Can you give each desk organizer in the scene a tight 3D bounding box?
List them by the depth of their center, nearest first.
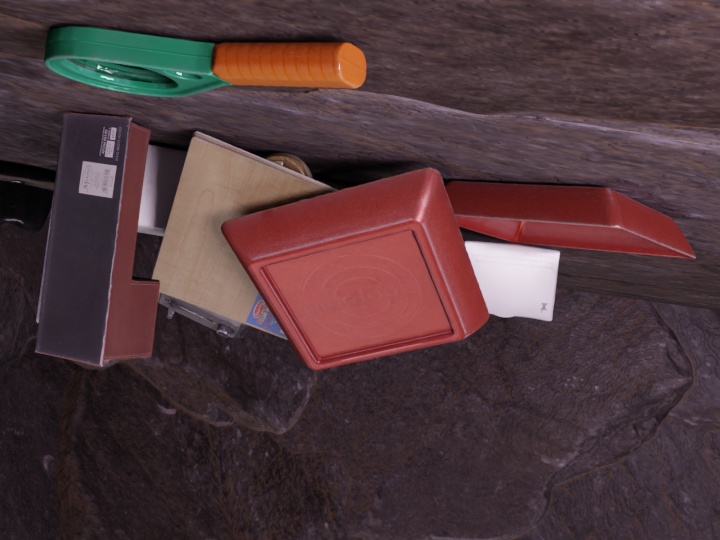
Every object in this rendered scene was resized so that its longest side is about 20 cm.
[{"bbox_3d":[-0.217,-0.026,0.765,0.070,0.204,0.077,7,-179,21],"label":"desk organizer"}]

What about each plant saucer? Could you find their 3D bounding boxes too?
[{"bbox_3d":[0.001,0.016,0.793,0.196,0.037,0.201,-13,135,14],"label":"plant saucer"},{"bbox_3d":[0.183,-0.048,0.810,0.197,0.037,0.198,8,179,39],"label":"plant saucer"}]

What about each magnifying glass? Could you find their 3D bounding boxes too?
[{"bbox_3d":[-0.086,-0.106,0.458,0.197,0.023,0.079,7,178,32],"label":"magnifying glass"}]

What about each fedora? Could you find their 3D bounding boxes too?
[{"bbox_3d":[-0.543,-0.111,1.387,0.196,0.094,0.201,9,178,0],"label":"fedora"}]

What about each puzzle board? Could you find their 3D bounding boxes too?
[{"bbox_3d":[-0.105,-0.025,0.815,0.148,0.018,0.201,21,134,-8],"label":"puzzle board"}]

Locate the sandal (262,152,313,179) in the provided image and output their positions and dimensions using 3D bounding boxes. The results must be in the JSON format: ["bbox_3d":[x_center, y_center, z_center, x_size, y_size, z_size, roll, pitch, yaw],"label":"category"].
[{"bbox_3d":[-0.073,-0.034,0.850,0.079,0.202,0.054,10,-139,4],"label":"sandal"}]

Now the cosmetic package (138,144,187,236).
[{"bbox_3d":[-0.165,-0.072,0.913,0.196,0.087,0.107,10,178,-20],"label":"cosmetic package"}]

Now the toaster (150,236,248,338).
[{"bbox_3d":[-0.164,-0.029,1.033,0.127,0.203,0.114,20,159,-11],"label":"toaster"}]

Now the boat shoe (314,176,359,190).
[{"bbox_3d":[-0.030,-0.057,0.951,0.071,0.074,0.200,9,179,-19],"label":"boat shoe"}]

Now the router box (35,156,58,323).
[{"bbox_3d":[-0.357,-0.036,1.115,0.048,0.204,0.179,7,179,-11],"label":"router box"}]

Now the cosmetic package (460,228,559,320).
[{"bbox_3d":[0.152,-0.005,1.032,0.110,0.083,0.200,5,-172,-6],"label":"cosmetic package"}]
